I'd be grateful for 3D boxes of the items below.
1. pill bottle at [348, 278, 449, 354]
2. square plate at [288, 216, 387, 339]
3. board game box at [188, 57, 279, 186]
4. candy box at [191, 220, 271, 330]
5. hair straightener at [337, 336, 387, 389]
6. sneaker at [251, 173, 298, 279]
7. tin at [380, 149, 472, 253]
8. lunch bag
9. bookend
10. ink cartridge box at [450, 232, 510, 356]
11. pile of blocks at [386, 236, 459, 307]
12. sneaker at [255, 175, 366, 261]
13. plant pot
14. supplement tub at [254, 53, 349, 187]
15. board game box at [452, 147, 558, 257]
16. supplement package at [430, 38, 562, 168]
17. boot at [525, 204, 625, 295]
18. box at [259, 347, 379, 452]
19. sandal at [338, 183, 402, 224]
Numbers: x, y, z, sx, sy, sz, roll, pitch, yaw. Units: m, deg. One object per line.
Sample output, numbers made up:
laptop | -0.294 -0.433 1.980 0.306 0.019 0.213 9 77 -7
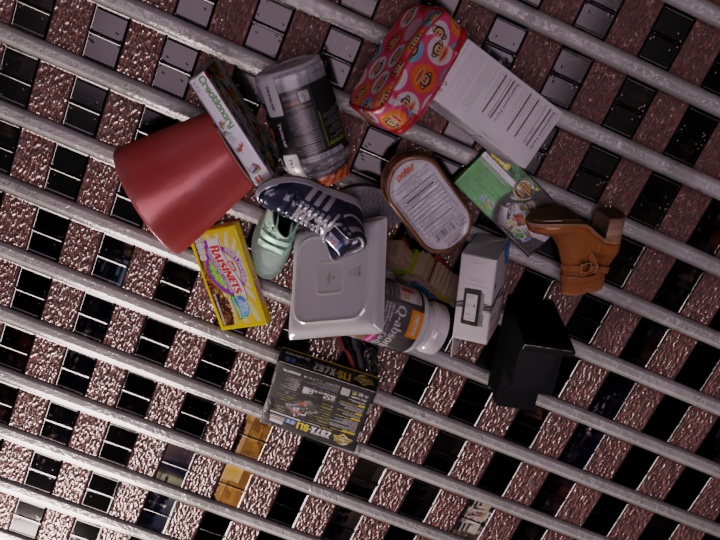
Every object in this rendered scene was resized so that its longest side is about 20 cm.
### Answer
pill bottle | 0.054 0.079 1.591 0.197 0.117 0.118 18 112 -22
square plate | -0.045 0.012 1.523 0.195 0.028 0.204 -7 74 33
board game box | -0.205 -0.247 1.466 0.034 0.127 0.201 -28 110 12
candy box | -0.238 0.012 1.616 0.101 0.026 0.203 -9 113 19
hair straightener | 0.005 0.156 1.668 0.076 0.041 0.203 -7 114 23
sneaker | -0.151 -0.059 1.548 0.073 0.119 0.203 15 113 -8
tin | 0.117 -0.118 1.536 0.112 0.042 0.201 -39 115 1
lunch bag | 0.065 -0.323 1.408 0.081 0.176 0.202 32 92 -29
bookend | 0.302 0.179 1.598 0.090 0.201 0.202 8 112 -2
ink cartridge box | 0.214 0.050 1.583 0.067 0.116 0.203 12 114 18
pile of blocks | 0.114 -0.004 1.609 0.199 0.082 0.063 34 66 -22
sneaker | -0.073 -0.083 1.437 0.197 0.110 0.070 11 139 -33
plant pot | -0.285 -0.159 1.479 0.176 0.201 0.202 -31 109 4
supplement tub | -0.090 -0.244 1.469 0.121 0.123 0.203 -15 111 7
board game box | 0.267 -0.127 1.567 0.200 0.024 0.105 43 108 -15
supplement package | 0.209 -0.272 1.450 0.199 0.114 0.110 34 95 -13
boot | 0.369 -0.030 1.563 0.196 0.074 0.157 1 119 -15
box | -0.079 0.248 1.691 0.197 0.050 0.161 17 123 -1
sandal | 0.050 -0.117 1.566 0.196 0.043 0.077 2 113 -12
